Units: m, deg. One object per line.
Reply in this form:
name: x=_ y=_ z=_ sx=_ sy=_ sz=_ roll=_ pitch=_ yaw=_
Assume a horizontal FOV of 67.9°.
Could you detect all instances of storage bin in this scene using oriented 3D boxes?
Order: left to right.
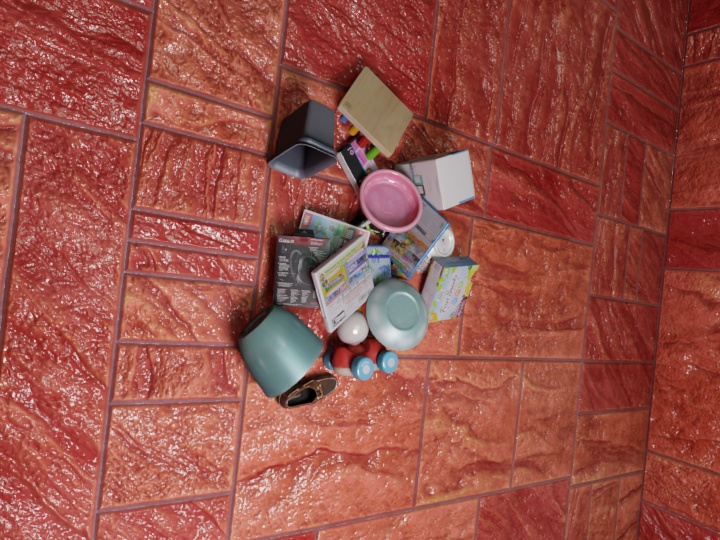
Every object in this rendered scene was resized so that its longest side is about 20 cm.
storage bin: x=-0.136 y=-0.340 z=1.391 sx=0.142 sy=0.197 sz=0.139 roll=16 pitch=75 yaw=-34

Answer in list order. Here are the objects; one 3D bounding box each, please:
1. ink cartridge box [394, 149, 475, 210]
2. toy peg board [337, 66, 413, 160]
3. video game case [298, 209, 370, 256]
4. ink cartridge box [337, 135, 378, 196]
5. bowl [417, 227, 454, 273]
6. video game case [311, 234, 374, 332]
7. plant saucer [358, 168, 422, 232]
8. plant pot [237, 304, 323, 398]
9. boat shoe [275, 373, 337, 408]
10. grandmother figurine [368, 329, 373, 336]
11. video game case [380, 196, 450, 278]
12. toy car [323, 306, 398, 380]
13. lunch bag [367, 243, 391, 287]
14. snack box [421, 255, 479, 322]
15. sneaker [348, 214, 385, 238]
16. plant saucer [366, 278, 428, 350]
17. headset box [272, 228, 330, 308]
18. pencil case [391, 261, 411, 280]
ink cartridge box: x=0.225 y=-0.274 z=1.643 sx=0.144 sy=0.197 sz=0.151 roll=-21 pitch=106 yaw=-32
toy peg board: x=0.026 y=-0.438 z=1.545 sx=0.198 sy=0.097 sz=0.203 roll=39 pitch=52 yaw=-15
video game case: x=-0.083 y=-0.068 z=1.479 sx=0.194 sy=0.017 sz=0.148 roll=17 pitch=88 yaw=-5
ink cartridge box: x=0.009 y=-0.286 z=1.588 sx=0.094 sy=0.037 sz=0.204 roll=-42 pitch=117 yaw=-27
bowl: x=0.242 y=-0.092 z=1.731 sx=0.195 sy=0.093 sz=0.209 roll=-2 pitch=94 yaw=-34
video game case: x=-0.041 y=0.033 z=1.424 sx=0.199 sy=0.022 sz=0.187 roll=-39 pitch=129 yaw=-37
plant saucer: x=0.083 y=-0.196 z=1.553 sx=0.193 sy=0.051 sz=0.207 roll=8 pitch=64 yaw=-16
plant pot: x=-0.217 y=0.189 z=1.361 sx=0.201 sy=0.199 sz=0.162 roll=-46 pitch=106 yaw=-24
boat shoe: x=-0.140 y=0.343 z=1.497 sx=0.195 sy=0.069 sz=0.073 roll=-14 pitch=100 yaw=-35
grandmother figurine: x=0.087 y=0.118 z=1.658 sx=0.204 sy=0.059 sz=0.122 roll=-63 pitch=150 yaw=-18
video game case: x=0.158 y=-0.102 z=1.589 sx=0.202 sy=0.143 sz=0.018 roll=-53 pitch=150 yaw=15
toy car: x=-0.005 y=0.184 z=1.515 sx=0.172 sy=0.182 sz=0.208 roll=-7 pitch=95 yaw=-34
lunch bag: x=0.000 y=0.000 z=1.571 sx=0.195 sy=0.081 sz=0.167 roll=0 pitch=90 yaw=-37
snack box: x=0.282 y=0.060 z=1.739 sx=0.164 sy=0.068 sz=0.206 roll=-4 pitch=120 yaw=-36
sneaker: x=0.051 y=-0.134 z=1.604 sx=0.196 sy=0.071 sz=0.086 roll=-25 pitch=109 yaw=-31
plant saucer: x=0.112 y=0.118 z=1.496 sx=0.194 sy=0.039 sz=0.208 roll=7 pitch=70 yaw=-21
headset box: x=-0.156 y=-0.007 z=1.425 sx=0.143 sy=0.077 sz=0.208 roll=3 pitch=90 yaw=-6
pencil case: x=0.141 y=-0.068 z=1.654 sx=0.086 sy=0.087 sz=0.207 roll=16 pitch=90 yaw=-34
